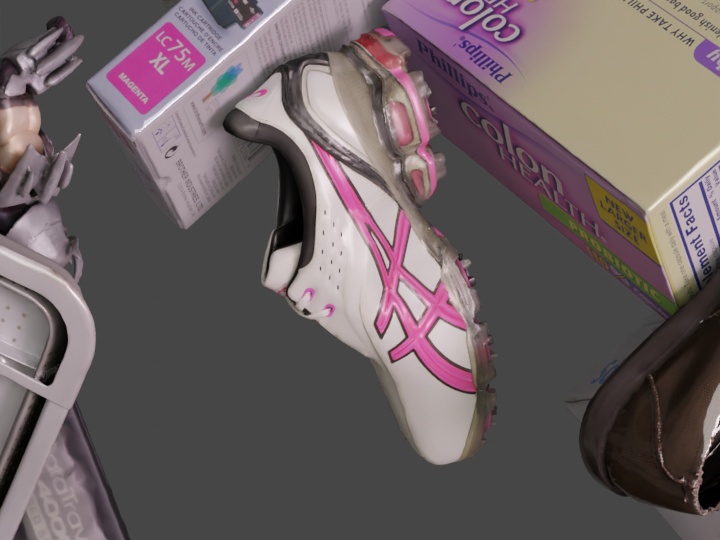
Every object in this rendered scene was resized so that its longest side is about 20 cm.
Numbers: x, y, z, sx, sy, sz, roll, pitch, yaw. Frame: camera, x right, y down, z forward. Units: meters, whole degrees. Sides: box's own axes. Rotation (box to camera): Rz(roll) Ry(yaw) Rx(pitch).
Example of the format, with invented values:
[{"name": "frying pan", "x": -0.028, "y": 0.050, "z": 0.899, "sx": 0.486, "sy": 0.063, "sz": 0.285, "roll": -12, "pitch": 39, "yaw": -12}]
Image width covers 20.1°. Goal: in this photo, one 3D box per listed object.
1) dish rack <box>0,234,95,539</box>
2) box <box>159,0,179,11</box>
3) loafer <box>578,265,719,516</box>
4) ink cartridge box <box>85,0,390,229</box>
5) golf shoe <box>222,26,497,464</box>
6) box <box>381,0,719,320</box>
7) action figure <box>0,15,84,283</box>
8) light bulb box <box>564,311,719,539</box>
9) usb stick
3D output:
[{"name": "dish rack", "x": -0.208, "y": 0.046, "z": 0.846, "sx": 0.170, "sy": 0.044, "sz": 0.201, "roll": 25, "pitch": 118, "yaw": -4}, {"name": "box", "x": -0.092, "y": -0.231, "z": 0.884, "sx": 0.128, "sy": 0.109, "sz": 0.200, "roll": -41, "pitch": 94, "yaw": -8}, {"name": "loafer", "x": 0.175, "y": 0.022, "z": 0.795, "sx": 0.200, "sy": 0.071, "sz": 0.073, "roll": -49, "pitch": 133, "yaw": -1}, {"name": "ink cartridge box", "x": -0.024, "y": -0.112, "z": 0.882, "sx": 0.200, "sy": 0.119, "sz": 0.042, "roll": -40, "pitch": 74, "yaw": -8}, {"name": "golf shoe", "x": 0.000, "y": 0.000, "z": 0.887, "sx": 0.091, "sy": 0.073, "sz": 0.202, "roll": -22, "pitch": 111, "yaw": -13}, {"name": "box", "x": 0.145, "y": -0.105, "z": 0.868, "sx": 0.200, "sy": 0.097, "sz": 0.176, "roll": -41, "pitch": 51, "yaw": -9}, {"name": "action figure", "x": -0.169, "y": -0.079, "z": 0.862, "sx": 0.069, "sy": 0.130, "sz": 0.201, "roll": -19, "pitch": 73, "yaw": -50}, {"name": "light bulb box", "x": 0.236, "y": 0.064, "z": 0.909, "sx": 0.200, "sy": 0.125, "sz": 0.199, "roll": -42, "pitch": 93, "yaw": -9}, {"name": "usb stick", "x": -0.137, "y": 0.103, "z": 0.900, "sx": 0.055, "sy": 0.033, "sz": 0.202, "roll": -22, "pitch": 90, "yaw": -16}]
